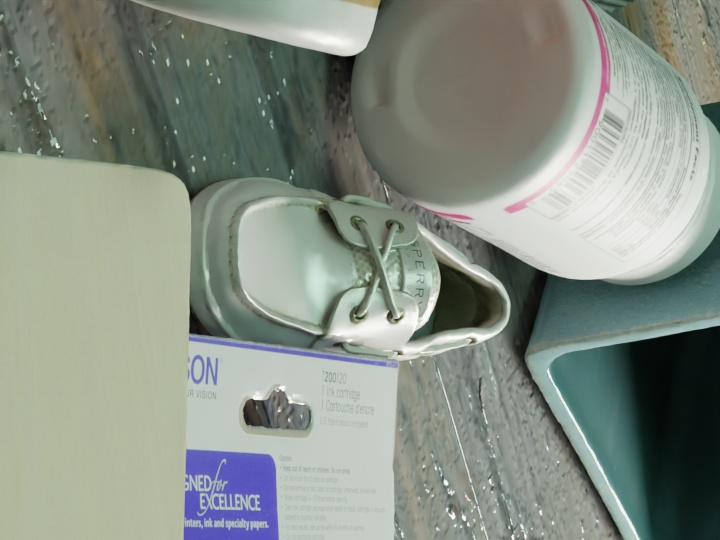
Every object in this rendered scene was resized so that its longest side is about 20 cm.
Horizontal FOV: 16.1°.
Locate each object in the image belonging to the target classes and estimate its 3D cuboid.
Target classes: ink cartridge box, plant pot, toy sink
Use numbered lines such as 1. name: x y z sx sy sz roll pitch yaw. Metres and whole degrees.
1. ink cartridge box: -0.045 0.127 0.954 0.198 0.043 0.200 12 77 -61
2. plant pot: 0.217 0.014 1.322 0.200 0.196 0.196 -79 149 -42
3. toy sink: -0.131 0.068 0.730 0.130 0.112 0.200 2 89 -62

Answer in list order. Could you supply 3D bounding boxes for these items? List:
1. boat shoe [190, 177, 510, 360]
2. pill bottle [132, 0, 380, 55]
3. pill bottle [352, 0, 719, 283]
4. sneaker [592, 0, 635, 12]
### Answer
1. boat shoe: 0.000 0.000 1.030 0.200 0.069 0.071 9 80 -60
2. pill bottle: -0.026 -0.185 0.898 0.114 0.114 0.200 2 106 -62
3. pill bottle: 0.089 -0.060 1.144 0.200 0.113 0.114 26 64 -60
4. sneaker: 0.146 -0.192 1.233 0.078 0.200 0.080 -17 82 -33
